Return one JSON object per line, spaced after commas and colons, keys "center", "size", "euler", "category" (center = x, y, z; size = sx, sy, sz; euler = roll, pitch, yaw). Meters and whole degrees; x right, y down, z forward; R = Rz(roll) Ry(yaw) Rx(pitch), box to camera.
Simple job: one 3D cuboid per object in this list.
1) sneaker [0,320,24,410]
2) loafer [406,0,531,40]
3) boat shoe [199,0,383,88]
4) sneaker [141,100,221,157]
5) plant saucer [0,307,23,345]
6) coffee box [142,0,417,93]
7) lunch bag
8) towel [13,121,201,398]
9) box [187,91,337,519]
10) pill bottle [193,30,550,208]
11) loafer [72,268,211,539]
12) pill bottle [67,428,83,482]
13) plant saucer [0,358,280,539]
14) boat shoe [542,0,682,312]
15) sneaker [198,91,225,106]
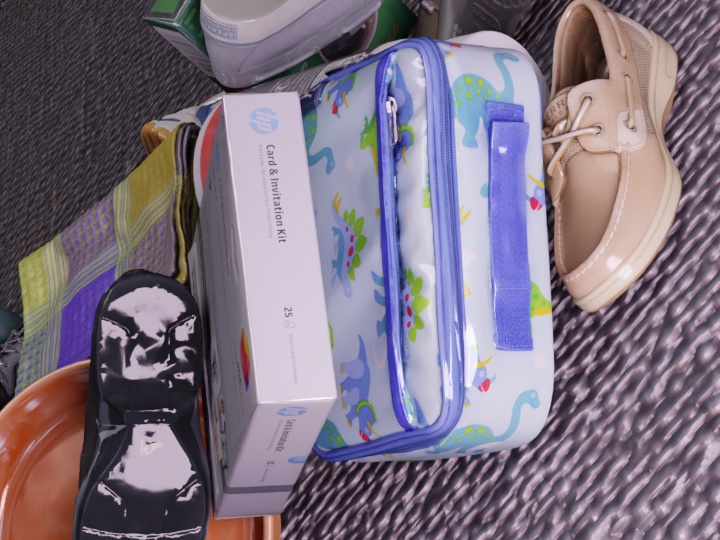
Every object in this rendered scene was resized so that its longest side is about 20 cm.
{"center": [-0.241, 0.060, 1.354], "size": [0.075, 0.114, 0.201], "euler": [-23, 53, 53], "category": "sneaker"}
{"center": [0.059, -0.159, 1.254], "size": [0.070, 0.075, 0.200], "euler": [-31, 31, 39], "category": "loafer"}
{"center": [-0.022, -0.177, 1.221], "size": [0.201, 0.070, 0.072], "euler": [-36, -31, -32], "category": "boat shoe"}
{"center": [-0.072, -0.076, 1.352], "size": [0.088, 0.076, 0.200], "euler": [-28, 36, -21], "category": "sneaker"}
{"center": [-0.274, 0.125, 1.411], "size": [0.027, 0.200, 0.201], "euler": [8, 62, 39], "category": "plant saucer"}
{"center": [-0.038, -0.151, 1.280], "size": [0.044, 0.200, 0.123], "euler": [16, 72, 49], "category": "coffee box"}
{"center": [0.027, -0.008, 0.971], "size": [0.161, 0.082, 0.201], "euler": [-14, 76, 59], "category": "lunch bag"}
{"center": [-0.164, 0.003, 1.261], "size": [0.200, 0.023, 0.144], "euler": [-35, 42, 37], "category": "towel"}
{"center": [-0.054, 0.024, 0.993], "size": [0.200, 0.041, 0.157], "euler": [111, 154, -66], "category": "box"}
{"center": [0.008, -0.068, 1.141], "size": [0.200, 0.116, 0.116], "euler": [-12, 45, 42], "category": "pill bottle"}
{"center": [-0.117, 0.098, 1.062], "size": [0.072, 0.072, 0.201], "euler": [-143, 60, -77], "category": "loafer"}
{"center": [-0.151, 0.141, 1.198], "size": [0.200, 0.114, 0.114], "euler": [-49, 21, 15], "category": "pill bottle"}
{"center": [-0.136, 0.149, 1.107], "size": [0.201, 0.200, 0.032], "euler": [-53, -22, 5], "category": "plant saucer"}
{"center": [0.115, -0.061, 0.993], "size": [0.071, 0.064, 0.200], "euler": [-40, 25, 35], "category": "boat shoe"}
{"center": [-0.118, -0.091, 1.559], "size": [0.200, 0.075, 0.089], "euler": [-42, 12, 34], "category": "sneaker"}
